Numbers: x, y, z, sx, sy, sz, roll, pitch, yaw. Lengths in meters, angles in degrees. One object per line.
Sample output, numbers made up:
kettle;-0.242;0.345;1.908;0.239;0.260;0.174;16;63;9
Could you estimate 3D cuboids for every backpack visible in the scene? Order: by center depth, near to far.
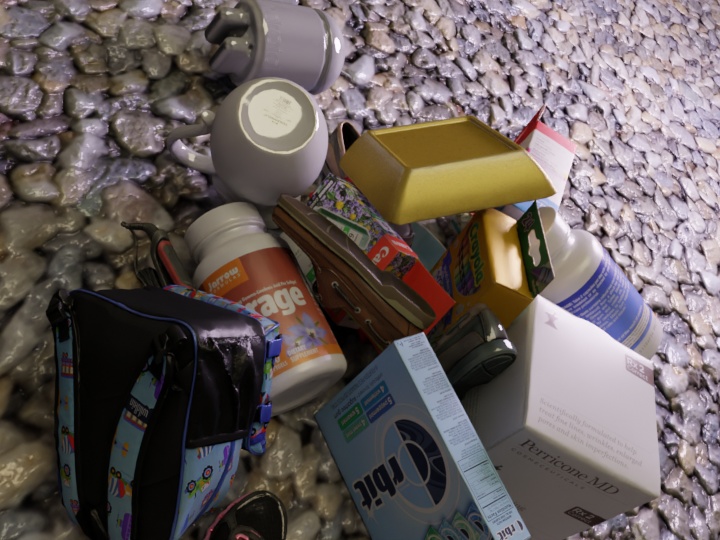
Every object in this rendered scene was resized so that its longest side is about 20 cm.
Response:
backpack;-0.164;0.123;0.625;0.134;0.181;0.203;-1;100;-54

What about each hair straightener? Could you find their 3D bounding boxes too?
hair straightener;-0.188;0.036;0.742;0.201;0.077;0.041;54;29;17

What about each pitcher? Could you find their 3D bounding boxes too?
pitcher;-0.126;-0.132;0.821;0.170;0.200;0.123;21;71;-9

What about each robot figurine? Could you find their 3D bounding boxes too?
robot figurine;-0.102;-0.292;1.009;0.198;0.112;0.172;-4;81;-35

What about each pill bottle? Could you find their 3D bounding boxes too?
pill bottle;-0.103;0.037;0.775;0.111;0.112;0.202;-13;67;-39
pill bottle;0.248;0.025;0.881;0.200;0.111;0.113;48;43;-18

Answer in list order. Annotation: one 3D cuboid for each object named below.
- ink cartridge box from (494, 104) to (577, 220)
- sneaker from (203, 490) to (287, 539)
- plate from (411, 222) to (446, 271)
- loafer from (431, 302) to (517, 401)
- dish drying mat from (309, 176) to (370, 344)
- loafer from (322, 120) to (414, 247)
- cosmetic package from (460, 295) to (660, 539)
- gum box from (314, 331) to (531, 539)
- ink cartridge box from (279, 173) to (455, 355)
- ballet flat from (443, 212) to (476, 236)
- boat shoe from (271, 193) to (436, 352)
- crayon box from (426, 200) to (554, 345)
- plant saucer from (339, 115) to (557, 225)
ink cartridge box;0.215;-0.109;1.000;0.067;0.116;0.201;30;54;-5
sneaker;-0.107;0.261;0.625;0.079;0.096;0.201;35;45;-5
plate;0.044;0.010;0.953;0.198;0.026;0.202;18;50;-23
loafer;0.076;0.107;0.786;0.071;0.200;0.064;11;50;-42
dish drying mat;0.003;-0.019;0.891;0.018;0.076;0.202;54;15;-65
loafer;0.008;-0.108;0.958;0.071;0.063;0.201;-8;49;-35
cosmetic package;0.182;0.167;0.811;0.163;0.200;0.166;28;47;-13
gum box;0.049;0.189;0.727;0.044;0.170;0.202;-11;65;-39
ink cartridge box;0.000;0.000;0.833;0.200;0.109;0.050;50;18;30
ballet flat;0.205;-0.071;1.094;0.198;0.076;0.065;-9;73;-27
boat shoe;-0.019;0.009;0.763;0.200;0.068;0.072;41;14;0
crayon box;0.120;0.022;0.825;0.051;0.201;0.127;23;38;-18
plant saucer;0.093;-0.127;0.870;0.197;0.049;0.200;-10;29;-15
